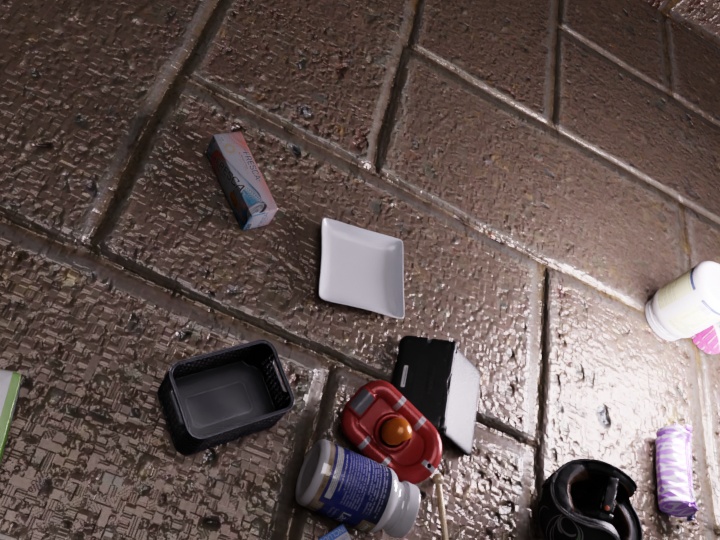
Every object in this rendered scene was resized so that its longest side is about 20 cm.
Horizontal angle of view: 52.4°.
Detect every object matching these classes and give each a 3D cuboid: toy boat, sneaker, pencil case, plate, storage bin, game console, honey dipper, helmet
[{"bbox_3d":[0.062,0.296,1.329,0.200,0.131,0.131,43,77,2],"label":"toy boat"},{"bbox_3d":[0.931,0.128,1.970,0.087,0.081,0.203,1,62,-27],"label":"sneaker"},{"bbox_3d":[0.711,0.450,1.647,0.083,0.086,0.202,24,52,-16],"label":"pencil case"},{"bbox_3d":[0.000,0.000,1.556,0.197,0.032,0.202,15,55,-22],"label":"plate"},{"bbox_3d":[-0.230,0.215,1.256,0.198,0.094,0.137,-12,68,-35],"label":"storage bin"},{"bbox_3d":[0.153,0.254,1.496,0.173,0.117,0.202,6,53,10],"label":"game console"},{"bbox_3d":[0.156,0.475,1.351,0.037,0.038,0.202,12,55,-22],"label":"honey dipper"},{"bbox_3d":[0.443,0.478,1.412,0.197,0.192,0.201,-7,40,6],"label":"helmet"}]

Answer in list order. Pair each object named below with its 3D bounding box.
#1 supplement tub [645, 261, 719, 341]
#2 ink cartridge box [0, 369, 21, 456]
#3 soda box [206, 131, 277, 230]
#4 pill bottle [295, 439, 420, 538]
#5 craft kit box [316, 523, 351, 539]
[{"bbox_3d":[0.845,0.083,1.871,0.143,0.200,0.147,14,56,-21],"label":"supplement tub"},{"bbox_3d":[-0.612,0.210,1.056,0.197,0.076,0.150,14,56,-20],"label":"ink cartridge box"},{"bbox_3d":[-0.246,-0.187,1.512,0.068,0.064,0.202,-16,70,-35],"label":"soda box"},{"bbox_3d":[-0.003,0.382,1.266,0.198,0.116,0.117,26,52,-12],"label":"pill bottle"},{"bbox_3d":[-0.064,0.549,1.179,0.198,0.049,0.199,-18,69,-36],"label":"craft kit box"}]
